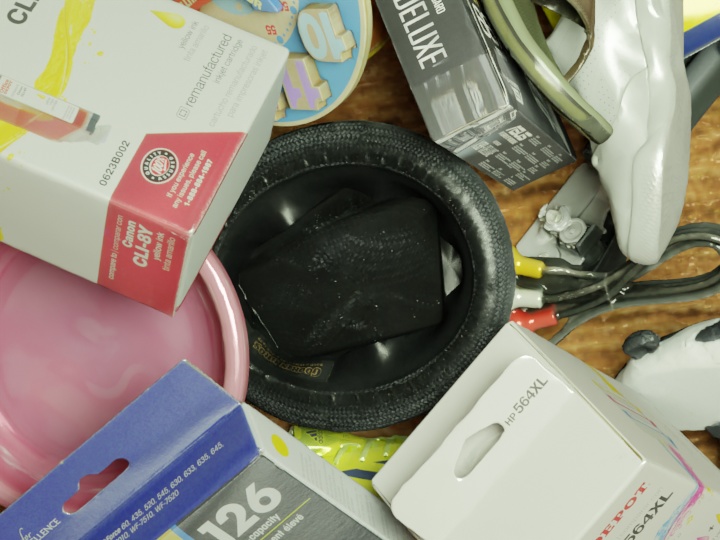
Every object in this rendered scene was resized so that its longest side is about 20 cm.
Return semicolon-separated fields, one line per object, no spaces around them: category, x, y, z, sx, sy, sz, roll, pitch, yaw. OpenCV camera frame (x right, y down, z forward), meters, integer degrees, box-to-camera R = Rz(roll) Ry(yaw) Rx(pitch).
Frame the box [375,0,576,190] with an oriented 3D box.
box;0.058;-0.138;1.084;0.050;0.200;0.158;-25;77;13

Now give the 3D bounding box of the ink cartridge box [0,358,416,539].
ink cartridge box;-0.096;0.171;1.070;0.197;0.047;0.200;-40;124;18

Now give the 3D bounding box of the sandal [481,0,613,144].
sandal;0.097;-0.164;1.041;0.057;0.080;0.202;-24;74;14

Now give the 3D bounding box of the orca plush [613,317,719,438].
orca plush;0.225;0.038;1.157;0.105;0.200;0.071;27;58;0

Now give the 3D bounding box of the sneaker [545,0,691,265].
sneaker;0.144;-0.104;1.091;0.088;0.075;0.201;-1;93;20

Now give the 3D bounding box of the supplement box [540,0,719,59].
supplement box;0.144;-0.218;1.152;0.109;0.109;0.201;-28;97;11

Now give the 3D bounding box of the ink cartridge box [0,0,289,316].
ink cartridge box;-0.159;-0.087;1.026;0.199;0.084;0.146;23;55;3

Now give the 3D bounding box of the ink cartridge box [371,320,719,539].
ink cartridge box;0.116;0.132;1.078;0.129;0.125;0.200;-51;143;10

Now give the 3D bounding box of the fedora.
fedora;0.000;0.000;1.125;0.200;0.092;0.202;2;97;14

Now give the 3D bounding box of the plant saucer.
plant saucer;-0.158;0.048;1.093;0.199;0.051;0.202;1;95;11

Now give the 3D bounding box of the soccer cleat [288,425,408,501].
soccer cleat;-0.005;0.126;1.156;0.199;0.065;0.084;-17;77;-17

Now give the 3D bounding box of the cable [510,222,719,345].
cable;0.135;0.019;1.149;0.199;0.050;0.098;0;115;27

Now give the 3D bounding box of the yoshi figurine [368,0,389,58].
yoshi figurine;-0.046;-0.216;1.108;0.200;0.112;0.112;49;63;-7

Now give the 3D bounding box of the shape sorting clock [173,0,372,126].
shape sorting clock;-0.077;-0.169;1.052;0.200;0.200;0.039;51;54;-9

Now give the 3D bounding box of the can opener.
can opener;0.174;-0.068;1.213;0.200;0.053;0.066;-54;136;-7
